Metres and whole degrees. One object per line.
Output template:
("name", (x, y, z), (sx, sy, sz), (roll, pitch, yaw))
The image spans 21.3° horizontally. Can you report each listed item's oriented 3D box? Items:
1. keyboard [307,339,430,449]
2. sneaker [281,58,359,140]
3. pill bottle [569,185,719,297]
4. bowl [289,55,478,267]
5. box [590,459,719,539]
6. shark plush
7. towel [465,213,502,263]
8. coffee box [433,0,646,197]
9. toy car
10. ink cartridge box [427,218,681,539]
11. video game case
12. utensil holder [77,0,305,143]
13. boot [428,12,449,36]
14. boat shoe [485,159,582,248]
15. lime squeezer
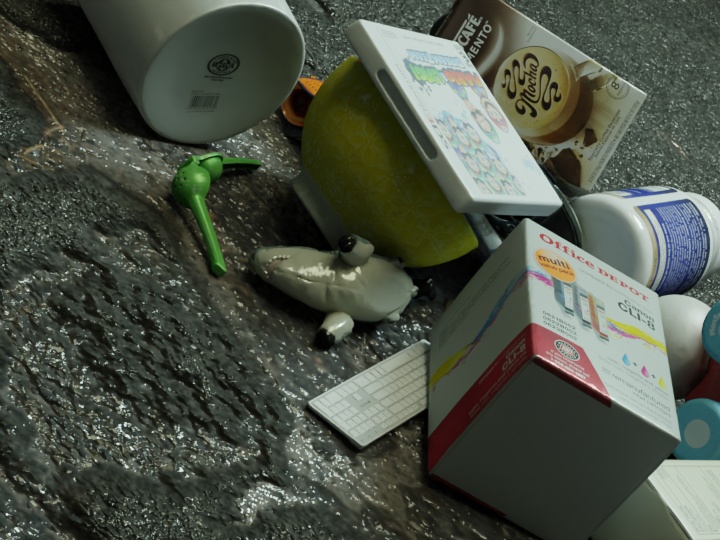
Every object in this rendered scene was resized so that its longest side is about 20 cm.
("keyboard", (0.027, 0.097, 1.543), (0.056, 0.011, 0.200), (42, 28, 14))
("sneaker", (-0.022, -0.169, 1.837), (0.111, 0.078, 0.200), (7, 17, -11))
("pill bottle", (0.278, -0.024, 1.894), (0.116, 0.116, 0.200), (47, 30, 23))
("bowl", (0.004, -0.073, 1.654), (0.201, 0.107, 0.200), (56, -1, 1))
("box", (0.288, 0.213, 1.571), (0.199, 0.078, 0.095), (7, 38, -42))
("shark plush", (0.000, 0.000, 1.612), (0.083, 0.091, 0.199), (17, 18, 39))
("towel", (0.099, -0.045, 1.711), (0.200, 0.024, 0.147), (55, 3, -33))
("coffee box", (0.154, -0.170, 1.823), (0.199, 0.113, 0.080), (32, -4, -5))
("toy car", (0.300, 0.095, 1.738), (0.199, 0.178, 0.184), (19, 0, 39))
("ink cartridge box", (0.150, 0.088, 1.534), (0.145, 0.145, 0.200), (29, 30, -16))
("video game case", (0.082, -0.126, 1.625), (0.182, 0.024, 0.200), (58, 23, 15))
("utensil holder", (-0.157, -0.237, 1.697), (0.169, 0.170, 0.200), (8, 38, -40))
("boot", (0.138, -0.176, 1.945), (0.198, 0.073, 0.162), (47, 3, -5))
("boat shoe", (0.144, -0.068, 1.761), (0.200, 0.074, 0.066), (54, 6, -25))
("lime squeezer", (-0.122, -0.071, 1.616), (0.070, 0.038, 0.200), (30, 27, -10))
